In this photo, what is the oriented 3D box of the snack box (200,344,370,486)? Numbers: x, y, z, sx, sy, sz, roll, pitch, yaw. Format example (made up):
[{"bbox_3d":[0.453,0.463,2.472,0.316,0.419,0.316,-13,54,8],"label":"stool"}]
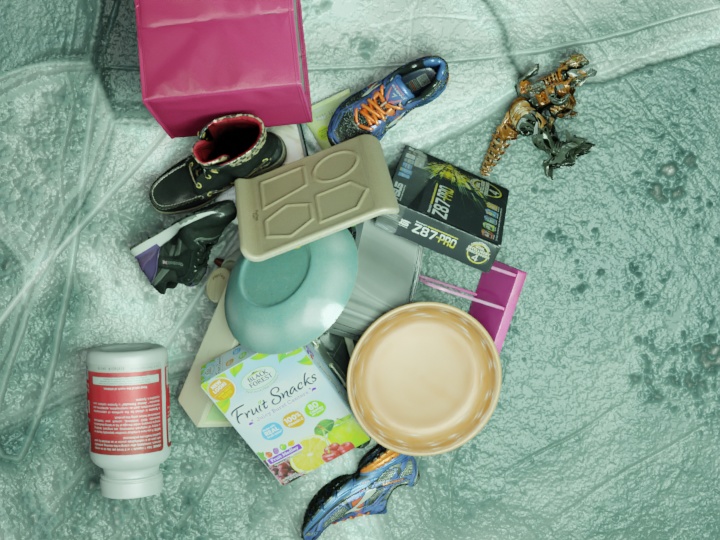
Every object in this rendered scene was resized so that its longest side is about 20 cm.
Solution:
[{"bbox_3d":[-0.098,0.176,1.645,0.142,0.053,0.200,-30,117,9],"label":"snack box"}]

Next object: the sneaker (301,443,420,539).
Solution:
[{"bbox_3d":[0.000,0.318,1.738,0.200,0.075,0.078,-38,96,4],"label":"sneaker"}]

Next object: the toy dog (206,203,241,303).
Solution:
[{"bbox_3d":[-0.140,-0.039,1.707,0.200,0.132,0.096,-45,54,-2],"label":"toy dog"}]

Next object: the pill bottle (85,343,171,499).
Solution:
[{"bbox_3d":[-0.317,0.205,1.710,0.112,0.112,0.201,-1,93,0],"label":"pill bottle"}]

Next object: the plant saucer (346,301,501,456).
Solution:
[{"bbox_3d":[0.080,0.136,1.591,0.200,0.037,0.201,-1,99,-8],"label":"plant saucer"}]

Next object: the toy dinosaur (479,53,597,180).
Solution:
[{"bbox_3d":[0.248,-0.202,1.707,0.136,0.102,0.200,50,127,12],"label":"toy dinosaur"}]

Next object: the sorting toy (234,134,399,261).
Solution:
[{"bbox_3d":[-0.057,-0.090,1.580,0.199,0.185,0.037,-17,126,4],"label":"sorting toy"}]

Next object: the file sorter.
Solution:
[{"bbox_3d":[0.115,0.071,1.676,0.125,0.139,0.201,18,94,-14],"label":"file sorter"}]

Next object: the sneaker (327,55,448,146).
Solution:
[{"bbox_3d":[0.037,-0.231,1.675,0.200,0.078,0.075,-40,90,-10],"label":"sneaker"}]

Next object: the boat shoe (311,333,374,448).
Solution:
[{"bbox_3d":[-0.034,0.159,1.711,0.068,0.072,0.200,-29,111,-30],"label":"boat shoe"}]

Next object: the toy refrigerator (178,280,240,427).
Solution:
[{"bbox_3d":[-0.168,0.115,1.682,0.076,0.070,0.200,5,119,-41],"label":"toy refrigerator"}]

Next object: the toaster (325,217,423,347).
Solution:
[{"bbox_3d":[0.000,0.000,1.638,0.129,0.114,0.200,27,67,-32],"label":"toaster"}]

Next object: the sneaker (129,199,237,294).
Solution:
[{"bbox_3d":[-0.221,-0.029,1.680,0.200,0.076,0.088,-25,92,43],"label":"sneaker"}]

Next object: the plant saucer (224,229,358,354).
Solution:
[{"bbox_3d":[-0.098,0.007,1.570,0.201,0.039,0.201,-15,56,24],"label":"plant saucer"}]

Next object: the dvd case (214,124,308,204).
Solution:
[{"bbox_3d":[-0.150,-0.185,1.732,0.142,0.018,0.201,-13,93,2],"label":"dvd case"}]

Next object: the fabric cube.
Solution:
[{"bbox_3d":[-0.174,-0.297,1.621,0.199,0.196,0.201,-6,83,2],"label":"fabric cube"}]

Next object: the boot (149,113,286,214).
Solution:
[{"bbox_3d":[-0.198,-0.141,1.646,0.200,0.151,0.073,-21,83,1],"label":"boot"}]

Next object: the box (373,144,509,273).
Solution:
[{"bbox_3d":[0.112,-0.084,1.649,0.161,0.200,0.049,22,117,0],"label":"box"}]

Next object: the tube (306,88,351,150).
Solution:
[{"bbox_3d":[-0.010,-0.145,1.721,0.058,0.052,0.200,-22,87,-43],"label":"tube"}]
